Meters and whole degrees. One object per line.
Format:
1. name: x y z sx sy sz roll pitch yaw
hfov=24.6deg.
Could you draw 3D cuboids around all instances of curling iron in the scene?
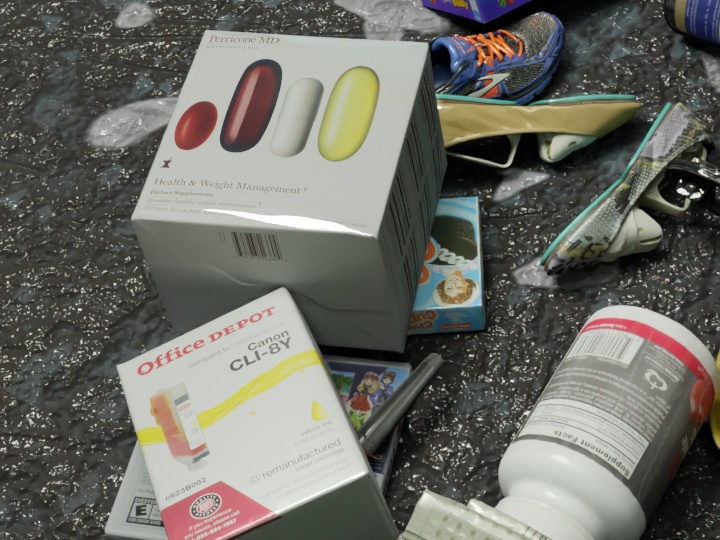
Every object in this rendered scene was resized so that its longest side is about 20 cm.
1. curling iron: 0.004 0.139 1.213 0.050 0.026 0.200 19 58 32

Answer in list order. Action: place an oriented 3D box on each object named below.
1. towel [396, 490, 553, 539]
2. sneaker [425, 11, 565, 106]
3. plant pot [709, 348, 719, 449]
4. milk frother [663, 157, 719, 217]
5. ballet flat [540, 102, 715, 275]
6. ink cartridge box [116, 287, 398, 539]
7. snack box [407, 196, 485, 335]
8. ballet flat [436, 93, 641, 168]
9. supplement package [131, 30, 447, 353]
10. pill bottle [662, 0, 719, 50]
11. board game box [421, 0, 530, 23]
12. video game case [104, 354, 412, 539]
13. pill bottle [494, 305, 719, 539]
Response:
1. towel: 0.089 0.263 1.068 0.200 0.035 0.193 25 89 16
2. sneaker: 0.095 -0.175 1.449 0.200 0.078 0.075 -31 54 -15
3. plant pot: 0.357 0.062 1.162 0.142 0.200 0.200 22 54 -7
4. milk frother: 0.365 -0.107 1.276 0.200 0.181 0.188 29 64 13
5. ballet flat: 0.227 -0.056 1.342 0.072 0.072 0.200 28 62 28
6. ink cartridge box: -0.078 0.126 1.179 0.145 0.083 0.200 -25 44 -2
7. snack box: 0.000 0.000 1.350 0.200 0.037 0.116 -4 51 6
8. ballet flat: 0.140 -0.119 1.410 0.200 0.069 0.063 0 92 -5
9. supplement package: -0.047 -0.064 1.290 0.191 0.147 0.200 5 52 14
10. pill bottle: 0.372 -0.226 1.422 0.200 0.112 0.112 27 60 27
11. board game box: 0.161 -0.297 1.522 0.200 0.045 0.134 -29 24 -14
12. video game case: -0.074 0.139 1.261 0.200 0.023 0.182 5 53 15
13. pill bottle: 0.166 0.131 1.169 0.111 0.111 0.200 22 58 24
